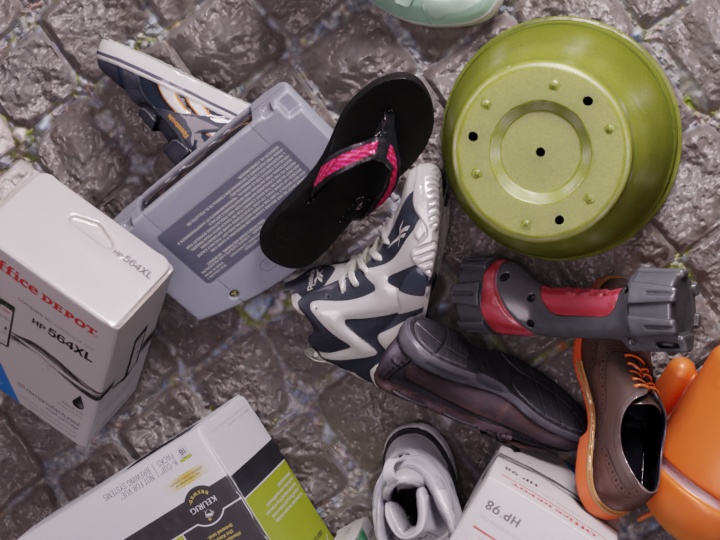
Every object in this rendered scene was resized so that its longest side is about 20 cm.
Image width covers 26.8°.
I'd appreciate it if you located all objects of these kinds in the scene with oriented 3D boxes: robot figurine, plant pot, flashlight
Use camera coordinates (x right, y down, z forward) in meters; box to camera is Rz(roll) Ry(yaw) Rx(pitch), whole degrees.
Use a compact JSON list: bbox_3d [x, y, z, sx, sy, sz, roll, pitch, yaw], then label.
[{"bbox_3d":[0.298,0.139,1.197,0.143,0.117,0.201,28,102,-5],"label":"robot figurine"},{"bbox_3d":[0.147,-0.095,1.156,0.199,0.193,0.202,2,98,11],"label":"plant pot"},{"bbox_3d":[0.168,0.021,1.191,0.199,0.068,0.068,-1,142,40],"label":"flashlight"}]

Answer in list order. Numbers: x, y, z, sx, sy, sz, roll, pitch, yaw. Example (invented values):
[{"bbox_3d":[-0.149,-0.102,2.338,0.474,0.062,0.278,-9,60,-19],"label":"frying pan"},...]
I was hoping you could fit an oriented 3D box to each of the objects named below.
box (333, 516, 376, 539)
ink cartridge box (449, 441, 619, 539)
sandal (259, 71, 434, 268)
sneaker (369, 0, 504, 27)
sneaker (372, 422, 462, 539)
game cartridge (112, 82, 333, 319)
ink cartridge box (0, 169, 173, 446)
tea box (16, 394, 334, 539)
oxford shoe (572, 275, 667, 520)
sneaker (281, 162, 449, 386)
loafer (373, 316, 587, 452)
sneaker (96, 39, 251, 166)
[{"bbox_3d":[0.031,0.315,1.261,0.036,0.144,0.201,-30,91,9],"label":"box"},{"bbox_3d":[0.141,0.204,1.194,0.115,0.200,0.067,31,103,6],"label":"ink cartridge box"},{"bbox_3d":[-0.007,-0.069,1.197,0.075,0.045,0.200,28,116,-24],"label":"sandal"},{"bbox_3d":[0.016,-0.245,1.202,0.199,0.118,0.074,20,100,7],"label":"sneaker"},{"bbox_3d":[0.061,0.233,1.258,0.075,0.115,0.201,-19,93,14],"label":"sneaker"},{"bbox_3d":[-0.093,-0.050,1.245,0.200,0.042,0.133,-37,127,16],"label":"game cartridge"},{"bbox_3d":[-0.251,0.035,1.261,0.146,0.084,0.200,34,143,7],"label":"ink cartridge box"},{"bbox_3d":[-0.146,0.249,1.294,0.199,0.134,0.198,-32,90,14],"label":"tea box"},{"bbox_3d":[0.215,0.093,1.195,0.071,0.072,0.202,12,66,-24],"label":"oxford shoe"},{"bbox_3d":[0.000,0.000,1.249,0.129,0.080,0.200,11,120,7],"label":"sneaker"},{"bbox_3d":[0.100,0.103,1.236,0.199,0.072,0.063,28,119,-24],"label":"loafer"},{"bbox_3d":[-0.144,-0.124,1.272,0.199,0.078,0.080,27,96,6],"label":"sneaker"}]
